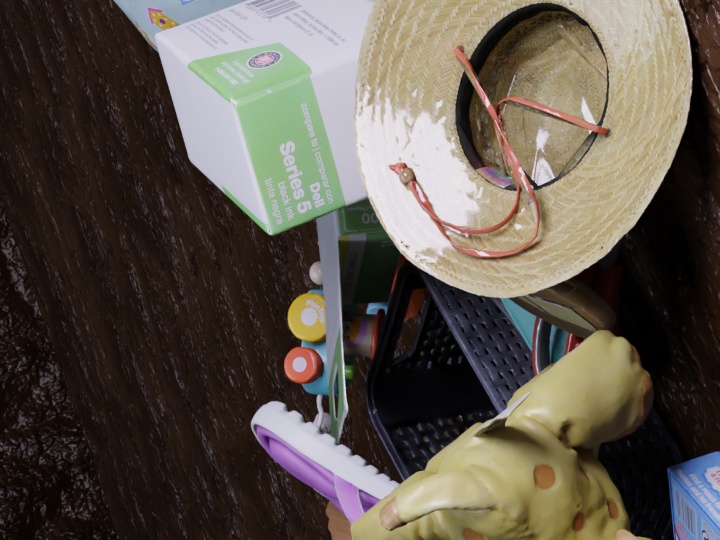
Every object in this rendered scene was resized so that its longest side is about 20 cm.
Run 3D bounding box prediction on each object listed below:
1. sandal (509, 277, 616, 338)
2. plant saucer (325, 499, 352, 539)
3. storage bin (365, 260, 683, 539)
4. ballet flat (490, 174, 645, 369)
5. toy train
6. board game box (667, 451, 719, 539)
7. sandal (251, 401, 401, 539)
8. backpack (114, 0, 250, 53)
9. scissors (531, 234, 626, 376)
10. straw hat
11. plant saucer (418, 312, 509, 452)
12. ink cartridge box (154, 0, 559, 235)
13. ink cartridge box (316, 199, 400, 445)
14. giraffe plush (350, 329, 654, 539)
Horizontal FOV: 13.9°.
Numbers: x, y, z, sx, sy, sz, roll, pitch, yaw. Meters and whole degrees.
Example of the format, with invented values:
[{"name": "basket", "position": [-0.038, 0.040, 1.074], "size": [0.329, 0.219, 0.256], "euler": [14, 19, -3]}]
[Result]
[{"name": "sandal", "position": [0.069, -0.026, 1.573], "size": [0.080, 0.054, 0.200], "euler": [35, -178, -40]}, {"name": "plant saucer", "position": [0.061, 0.202, 1.823], "size": [0.199, 0.038, 0.200], "euler": [31, 172, 5]}, {"name": "storage bin", "position": [0.092, 0.095, 1.708], "size": [0.201, 0.093, 0.136], "euler": [60, 148, 35]}, {"name": "ballet flat", "position": [0.094, -0.013, 1.655], "size": [0.200, 0.073, 0.073], "euler": [55, 161, 19]}, {"name": "toy train", "position": [0.012, 0.025, 1.885], "size": [0.201, 0.055, 0.151], "euler": [-69, -28, -41]}, {"name": "board game box", "position": [0.217, 0.218, 1.565], "size": [0.151, 0.036, 0.201], "euler": [-129, 26, -53]}, {"name": "sandal", "position": [0.004, 0.147, 1.692], "size": [0.202, 0.050, 0.083], "euler": [33, 163, 39]}, {"name": "backpack", "position": [-0.084, -0.223, 1.710], "size": [0.201, 0.175, 0.154], "euler": [58, 165, 29]}, {"name": "scissors", "position": [0.123, -0.012, 1.552], "size": [0.073, 0.014, 0.201], "euler": [32, 130, 42]}, {"name": "straw hat", "position": [0.095, -0.086, 1.508], "size": [0.085, 0.200, 0.202], "euler": [4, -120, -60]}, {"name": "plant saucer", "position": [0.086, 0.115, 1.896], "size": [0.201, 0.048, 0.200], "euler": [91, 156, -54]}, {"name": "ink cartridge box", "position": [0.008, -0.109, 1.604], "size": [0.145, 0.199, 0.084], "euler": [-138, 30, -63]}, {"name": "ink cartridge box", "position": [0.000, 0.000, 1.734], "size": [0.146, 0.048, 0.201], "euler": [101, 163, -73]}, {"name": "giraffe plush", "position": [0.110, 0.141, 1.486], "size": [0.163, 0.172, 0.200], "euler": [52, 177, 2]}]
